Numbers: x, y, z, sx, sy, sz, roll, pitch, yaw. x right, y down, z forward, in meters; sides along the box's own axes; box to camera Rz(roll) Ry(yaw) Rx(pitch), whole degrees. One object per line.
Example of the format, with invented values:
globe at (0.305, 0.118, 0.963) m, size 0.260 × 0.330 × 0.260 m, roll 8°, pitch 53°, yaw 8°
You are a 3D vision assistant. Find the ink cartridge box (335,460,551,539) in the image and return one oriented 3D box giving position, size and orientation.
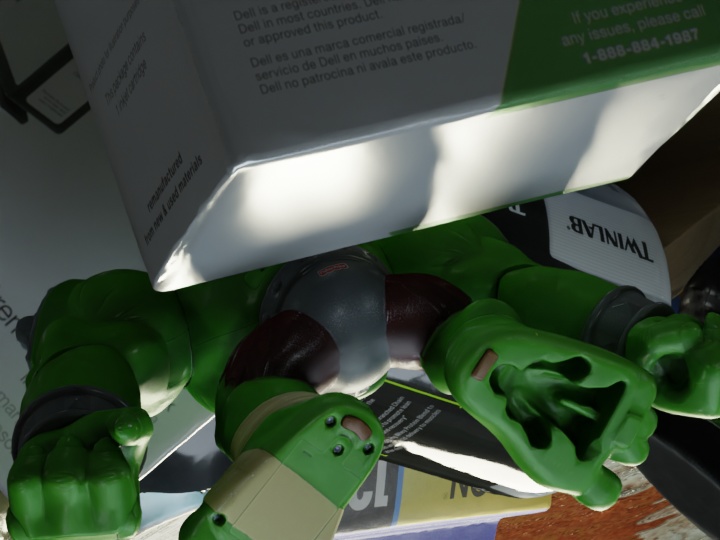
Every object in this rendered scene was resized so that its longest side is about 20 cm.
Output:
ink cartridge box at (0.023, 0.073, 1.346) m, size 0.047 × 0.201 × 0.197 m, roll 5°, pitch -176°, yaw 40°

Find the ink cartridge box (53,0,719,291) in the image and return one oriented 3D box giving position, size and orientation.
ink cartridge box at (-0.010, -0.114, 0.714) m, size 0.145 × 0.201 × 0.084 m, roll -13°, pitch 164°, yaw -24°

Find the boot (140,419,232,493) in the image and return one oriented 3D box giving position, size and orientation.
boot at (-0.093, 0.035, 1.094) m, size 0.199 × 0.077 × 0.169 m, roll -22°, pitch 148°, yaw -27°

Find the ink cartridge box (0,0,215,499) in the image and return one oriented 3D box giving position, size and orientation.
ink cartridge box at (-0.063, -0.039, 0.844) m, size 0.200 × 0.146 × 0.084 m, roll -41°, pitch -173°, yaw -8°

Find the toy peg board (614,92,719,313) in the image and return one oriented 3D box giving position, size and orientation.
toy peg board at (0.132, 0.008, 1.185) m, size 0.199 × 0.098 × 0.200 m, roll -38°, pitch -167°, yaw -30°

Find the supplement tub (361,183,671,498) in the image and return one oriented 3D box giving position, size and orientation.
supplement tub at (0.000, 0.000, 0.984) m, size 0.199 × 0.123 × 0.122 m, roll 19°, pitch 140°, yaw -36°

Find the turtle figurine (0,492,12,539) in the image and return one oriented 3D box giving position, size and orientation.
turtle figurine at (-0.180, 0.078, 1.108) m, size 0.100 × 0.151 × 0.200 m, roll -12°, pitch 171°, yaw 34°

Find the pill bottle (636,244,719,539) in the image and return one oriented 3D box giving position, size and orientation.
pill bottle at (0.187, 0.010, 1.036) m, size 0.200 × 0.112 × 0.112 m, roll -47°, pitch 166°, yaw -10°

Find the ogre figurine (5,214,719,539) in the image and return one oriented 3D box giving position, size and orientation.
ogre figurine at (-0.005, 0.024, 0.750) m, size 0.199 × 0.120 × 0.098 m, roll -28°, pitch 120°, yaw -11°

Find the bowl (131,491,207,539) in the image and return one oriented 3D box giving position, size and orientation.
bowl at (-0.096, 0.081, 1.361) m, size 0.200 × 0.105 × 0.201 m, roll -21°, pitch 163°, yaw -7°
